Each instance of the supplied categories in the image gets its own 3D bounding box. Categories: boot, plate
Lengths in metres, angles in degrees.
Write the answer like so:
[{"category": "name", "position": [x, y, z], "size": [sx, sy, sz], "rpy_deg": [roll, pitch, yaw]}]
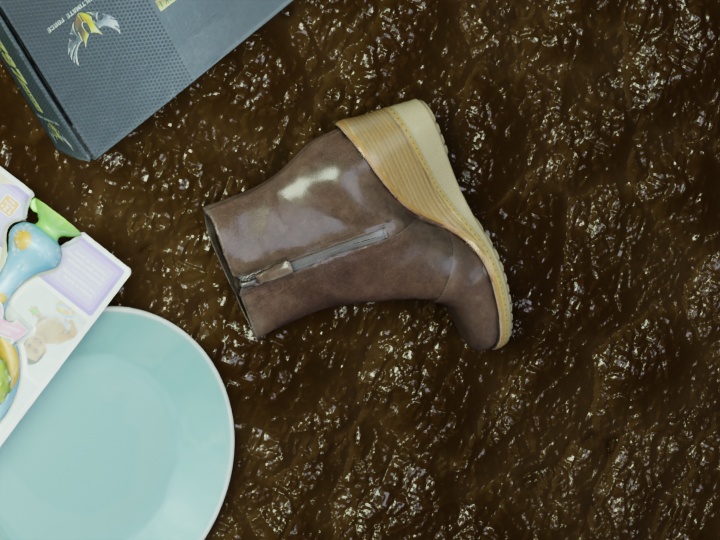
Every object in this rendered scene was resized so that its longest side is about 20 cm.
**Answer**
[{"category": "boot", "position": [0.000, 0.000, 1.499], "size": [0.166, 0.072, 0.201], "rpy_deg": [-30, 118, -10]}, {"category": "plate", "position": [-0.170, 0.118, 1.429], "size": [0.199, 0.026, 0.201], "rpy_deg": [-9, 108, -31]}]

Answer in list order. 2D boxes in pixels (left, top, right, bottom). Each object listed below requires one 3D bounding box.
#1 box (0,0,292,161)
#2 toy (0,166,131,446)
[{"category": "box", "position": [-0.134, -0.187, 1.360], "size": [0.200, 0.051, 0.158], "rpy_deg": [-40, 121, -19]}, {"category": "toy", "position": [-0.234, 0.044, 1.339], "size": [0.115, 0.047, 0.200], "rpy_deg": [38, 77, -12]}]
